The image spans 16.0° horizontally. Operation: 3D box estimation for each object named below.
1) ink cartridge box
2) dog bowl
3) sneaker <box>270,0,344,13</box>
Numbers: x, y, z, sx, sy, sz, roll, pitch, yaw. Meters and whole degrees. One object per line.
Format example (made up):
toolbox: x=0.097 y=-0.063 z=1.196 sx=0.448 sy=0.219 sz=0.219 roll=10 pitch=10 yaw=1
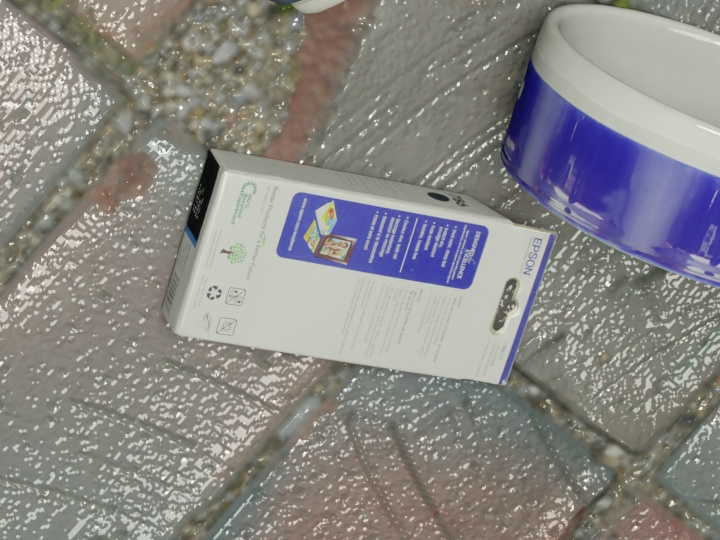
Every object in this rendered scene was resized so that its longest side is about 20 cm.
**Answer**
ink cartridge box: x=0.000 y=0.000 z=1.396 sx=0.200 sy=0.039 sz=0.100 roll=11 pitch=109 yaw=-22
dog bowl: x=0.177 y=-0.064 z=1.335 sx=0.200 sy=0.200 sz=0.079 roll=11 pitch=112 yaw=-23
sneaker: x=-0.072 y=-0.165 z=1.272 sx=0.200 sy=0.081 sz=0.147 roll=-14 pitch=143 yaw=12
